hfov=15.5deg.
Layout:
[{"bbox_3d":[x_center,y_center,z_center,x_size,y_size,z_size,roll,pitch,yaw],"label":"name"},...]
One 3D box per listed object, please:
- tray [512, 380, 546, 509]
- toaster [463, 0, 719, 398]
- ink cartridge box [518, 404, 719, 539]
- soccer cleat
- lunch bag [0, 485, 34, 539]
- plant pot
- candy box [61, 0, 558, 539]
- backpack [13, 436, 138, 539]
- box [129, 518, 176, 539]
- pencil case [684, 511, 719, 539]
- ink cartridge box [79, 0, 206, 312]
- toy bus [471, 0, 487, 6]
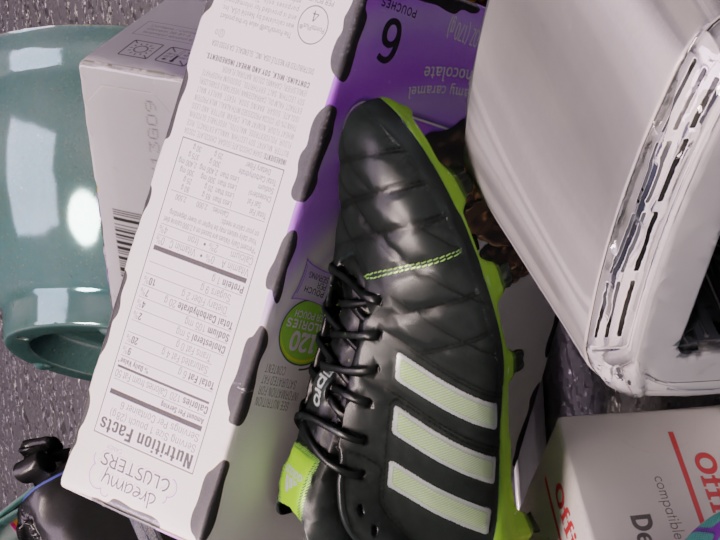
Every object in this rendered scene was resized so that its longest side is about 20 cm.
[{"bbox_3d":[0.052,0.005,1.110,0.107,0.022,0.201,176,91,-72],"label":"tray"},{"bbox_3d":[0.108,-0.057,0.769,0.129,0.113,0.201,-114,29,-42],"label":"toaster"},{"bbox_3d":[0.096,0.127,0.908,0.200,0.067,0.117,108,154,-49],"label":"ink cartridge box"},{"bbox_3d":[0.010,0.044,0.858,0.068,0.081,0.201,-140,36,-61],"label":"soccer cleat"},{"bbox_3d":[-0.137,0.187,1.462,0.171,0.199,0.122,113,149,-57],"label":"lunch bag"},{"bbox_3d":[-0.104,-0.019,1.275,0.200,0.199,0.135,140,138,-69],"label":"plant pot"},{"bbox_3d":[0.000,0.000,0.934,0.071,0.167,0.201,19,93,38],"label":"candy box"},{"bbox_3d":[-0.064,0.132,1.265,0.200,0.182,0.135,95,150,-72],"label":"backpack"},{"bbox_3d":[0.000,0.135,1.050,0.040,0.136,0.200,97,152,-51],"label":"box"},{"bbox_3d":[0.148,0.092,0.701,0.200,0.085,0.093,137,142,-69],"label":"pencil case"},{"bbox_3d":[-0.027,-0.067,1.003,0.200,0.050,0.109,-45,-42,-49],"label":"ink cartridge box"},{"bbox_3d":[0.001,-0.189,1.148,0.200,0.078,0.065,-111,24,-46],"label":"toy bus"}]
